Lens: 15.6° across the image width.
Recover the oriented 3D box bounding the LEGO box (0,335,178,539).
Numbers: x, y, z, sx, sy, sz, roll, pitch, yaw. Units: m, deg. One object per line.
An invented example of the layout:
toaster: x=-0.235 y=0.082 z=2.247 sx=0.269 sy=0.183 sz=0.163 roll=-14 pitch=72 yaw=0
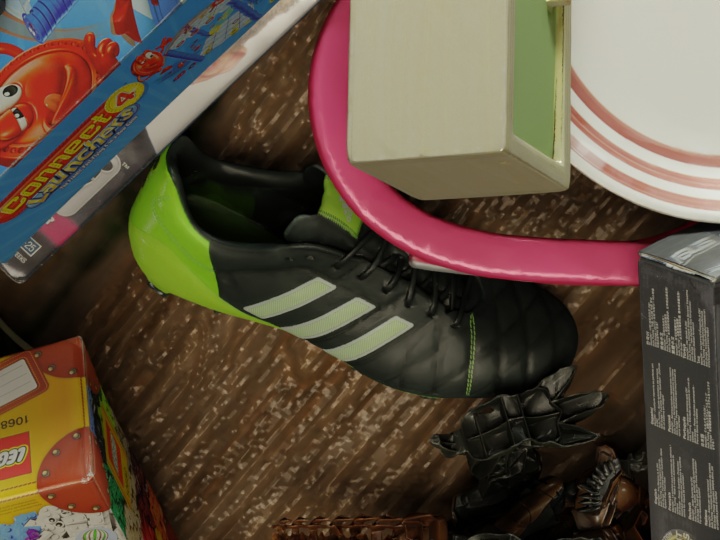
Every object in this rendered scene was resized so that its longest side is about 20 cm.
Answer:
LEGO box: x=-0.186 y=0.124 z=1.104 sx=0.199 sy=0.077 sz=0.149 roll=-15 pitch=137 yaw=5

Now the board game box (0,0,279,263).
board game box: x=-0.136 y=-0.142 z=1.010 sx=0.196 sy=0.056 sz=0.200 roll=-42 pitch=70 yaw=18

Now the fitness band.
fitness band: x=0.078 y=-0.067 z=1.067 sx=0.199 sy=0.037 sz=0.144 roll=4 pitch=90 yaw=-5

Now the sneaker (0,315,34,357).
sneaker: x=-0.180 y=0.050 z=1.132 sx=0.072 sy=0.083 sz=0.200 roll=-30 pitch=108 yaw=15

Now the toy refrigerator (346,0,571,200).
toy refrigerator: x=0.042 y=-0.133 z=0.989 sx=0.070 sy=0.076 sz=0.201 roll=-3 pitch=79 yaw=23

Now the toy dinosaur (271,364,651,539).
toy dinosaur: x=0.069 y=0.120 z=1.137 sx=0.199 sy=0.136 sz=0.102 roll=-20 pitch=70 yaw=-7

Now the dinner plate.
dinner plate: x=0.145 y=-0.118 z=1.045 sx=0.199 sy=0.024 sz=0.201 roll=0 pitch=87 yaw=-5

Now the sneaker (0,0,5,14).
sneaker: x=-0.220 y=-0.081 z=0.975 sx=0.200 sy=0.075 sz=0.081 roll=-42 pitch=70 yaw=19

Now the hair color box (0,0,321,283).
hair color box: x=-0.105 y=-0.099 z=1.078 sx=0.100 sy=0.061 sz=0.200 roll=43 pitch=108 yaw=-14

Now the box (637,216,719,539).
box: x=0.190 y=0.063 z=1.090 sx=0.161 sy=0.049 sz=0.201 roll=-24 pitch=119 yaw=-35

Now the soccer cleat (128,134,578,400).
soccer cleat: x=0.000 y=0.000 z=1.104 sx=0.199 sy=0.068 sz=0.081 roll=17 pitch=144 yaw=-4
